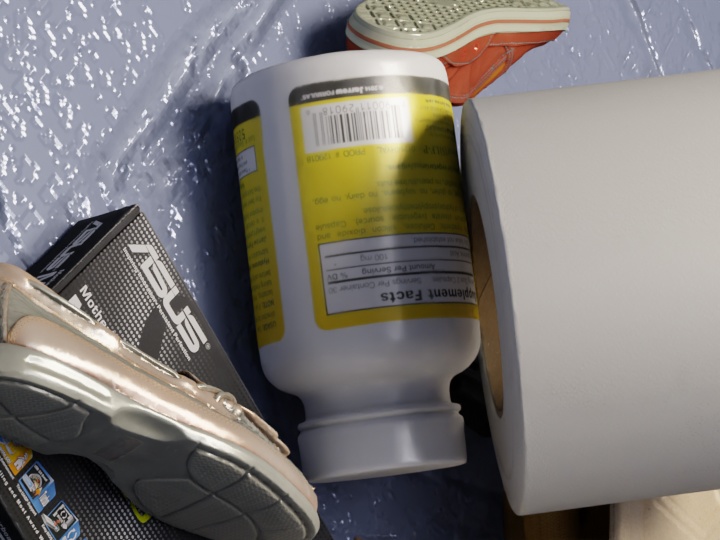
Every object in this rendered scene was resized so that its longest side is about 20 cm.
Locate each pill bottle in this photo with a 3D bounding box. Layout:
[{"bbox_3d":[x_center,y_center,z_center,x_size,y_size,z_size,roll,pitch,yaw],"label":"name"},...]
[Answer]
[{"bbox_3d":[0.000,0.000,1.236,0.111,0.111,0.201,2,79,-50],"label":"pill bottle"}]

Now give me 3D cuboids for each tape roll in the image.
[{"bbox_3d":[0.128,0.010,1.206,0.203,0.138,0.204,173,-90,-87],"label":"tape roll"}]

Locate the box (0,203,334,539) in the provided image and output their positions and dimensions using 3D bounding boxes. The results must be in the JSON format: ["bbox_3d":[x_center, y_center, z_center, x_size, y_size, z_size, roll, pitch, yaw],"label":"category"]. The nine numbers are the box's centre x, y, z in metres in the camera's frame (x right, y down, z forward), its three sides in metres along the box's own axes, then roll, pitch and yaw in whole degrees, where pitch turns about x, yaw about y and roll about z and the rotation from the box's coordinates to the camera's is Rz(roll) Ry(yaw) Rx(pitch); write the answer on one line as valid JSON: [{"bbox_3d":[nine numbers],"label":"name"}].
[{"bbox_3d":[-0.107,0.097,1.133,0.160,0.044,0.201,-47,116,-45],"label":"box"}]

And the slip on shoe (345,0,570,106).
[{"bbox_3d":[0.051,-0.124,1.377,0.200,0.074,0.061,-26,135,-56],"label":"slip on shoe"}]

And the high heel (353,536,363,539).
[{"bbox_3d":[0.020,0.209,1.261,0.096,0.067,0.200,-51,145,-2],"label":"high heel"}]

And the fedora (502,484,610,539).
[{"bbox_3d":[0.136,0.120,1.381,0.200,0.082,0.202,9,77,-43],"label":"fedora"}]

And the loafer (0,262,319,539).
[{"bbox_3d":[-0.089,0.059,1.081,0.200,0.072,0.063,31,50,-38],"label":"loafer"}]

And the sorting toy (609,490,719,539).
[{"bbox_3d":[0.183,0.157,1.308,0.185,0.036,0.201,43,38,-27],"label":"sorting toy"}]

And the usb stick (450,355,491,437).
[{"bbox_3d":[0.091,0.001,1.406,0.055,0.032,0.201,47,48,-32],"label":"usb stick"}]
